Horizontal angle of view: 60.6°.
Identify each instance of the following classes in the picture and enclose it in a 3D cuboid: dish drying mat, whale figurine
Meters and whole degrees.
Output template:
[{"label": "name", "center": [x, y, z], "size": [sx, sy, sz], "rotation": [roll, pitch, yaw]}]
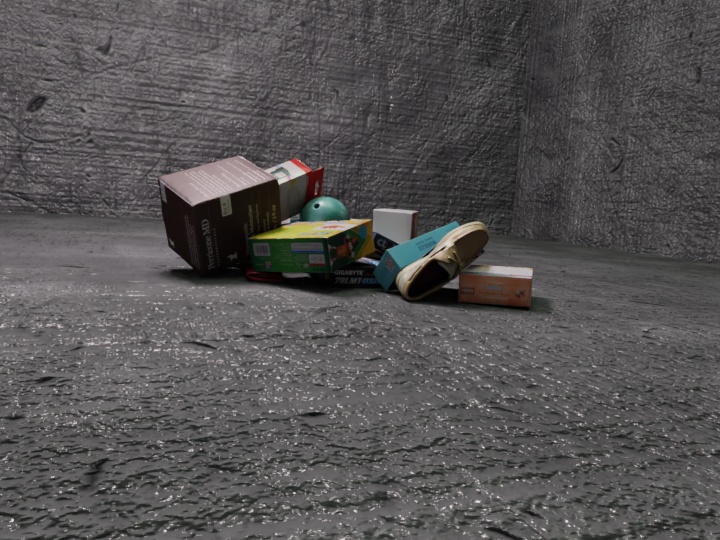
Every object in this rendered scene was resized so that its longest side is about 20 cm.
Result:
[{"label": "dish drying mat", "center": [-0.207, 0.001, 1.331], "size": [0.076, 0.018, 0.200], "rotation": [2, 7, -10]}, {"label": "whale figurine", "center": [-0.101, -0.091, 1.465], "size": [0.157, 0.201, 0.104], "rotation": [7, -35, 22]}]

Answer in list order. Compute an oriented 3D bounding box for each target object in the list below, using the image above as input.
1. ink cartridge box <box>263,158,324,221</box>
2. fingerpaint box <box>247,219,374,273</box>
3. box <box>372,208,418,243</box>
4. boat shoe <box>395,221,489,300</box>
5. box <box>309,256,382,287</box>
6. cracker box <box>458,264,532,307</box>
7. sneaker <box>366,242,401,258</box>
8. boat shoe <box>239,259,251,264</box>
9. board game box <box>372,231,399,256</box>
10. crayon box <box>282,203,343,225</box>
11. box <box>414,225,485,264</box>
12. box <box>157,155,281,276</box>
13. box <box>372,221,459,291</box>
[{"label": "ink cartridge box", "center": [-0.183, -0.187, 1.472], "size": [0.067, 0.117, 0.199], "rotation": [37, 47, 26]}, {"label": "fingerpaint box", "center": [-0.097, -0.050, 1.249], "size": [0.198, 0.074, 0.166], "rotation": [1, 16, 31]}, {"label": "box", "center": [0.095, -0.088, 1.680], "size": [0.105, 0.154, 0.200], "rotation": [6, 8, 9]}, {"label": "boat shoe", "center": [0.157, -0.010, 1.128], "size": [0.074, 0.199, 0.067], "rotation": [47, 10, -23]}, {"label": "box", "center": [0.000, 0.000, 1.341], "size": [0.196, 0.050, 0.200], "rotation": [1, 8, -19]}, {"label": "cracker box", "center": [0.270, 0.027, 1.216], "size": [0.132, 0.058, 0.200], "rotation": [4, 6, 16]}, {"label": "sneaker", "center": [0.035, -0.037, 1.561], "size": [0.198, 0.075, 0.118], "rotation": [2, 4, -25]}, {"label": "boat shoe", "center": [-0.290, -0.048, 1.495], "size": [0.072, 0.063, 0.199], "rotation": [0, 6, -27]}, {"label": "board game box", "center": [0.087, -0.037, 1.442], "size": [0.199, 0.035, 0.135], "rotation": [26, -2, -23]}, {"label": "crayon box", "center": [-0.126, -0.105, 1.651], "size": [0.197, 0.059, 0.173], "rotation": [-3, -29, 11]}, {"label": "box", "center": [0.181, -0.024, 1.236], "size": [0.033, 0.121, 0.200], "rotation": [54, 12, 19]}, {"label": "box", "center": [-0.293, -0.121, 1.302], "size": [0.199, 0.168, 0.164], "rotation": [-25, 41, -33]}, {"label": "box", "center": [0.124, -0.030, 1.245], "size": [0.199, 0.049, 0.083], "rotation": [-23, -23, -35]}]
